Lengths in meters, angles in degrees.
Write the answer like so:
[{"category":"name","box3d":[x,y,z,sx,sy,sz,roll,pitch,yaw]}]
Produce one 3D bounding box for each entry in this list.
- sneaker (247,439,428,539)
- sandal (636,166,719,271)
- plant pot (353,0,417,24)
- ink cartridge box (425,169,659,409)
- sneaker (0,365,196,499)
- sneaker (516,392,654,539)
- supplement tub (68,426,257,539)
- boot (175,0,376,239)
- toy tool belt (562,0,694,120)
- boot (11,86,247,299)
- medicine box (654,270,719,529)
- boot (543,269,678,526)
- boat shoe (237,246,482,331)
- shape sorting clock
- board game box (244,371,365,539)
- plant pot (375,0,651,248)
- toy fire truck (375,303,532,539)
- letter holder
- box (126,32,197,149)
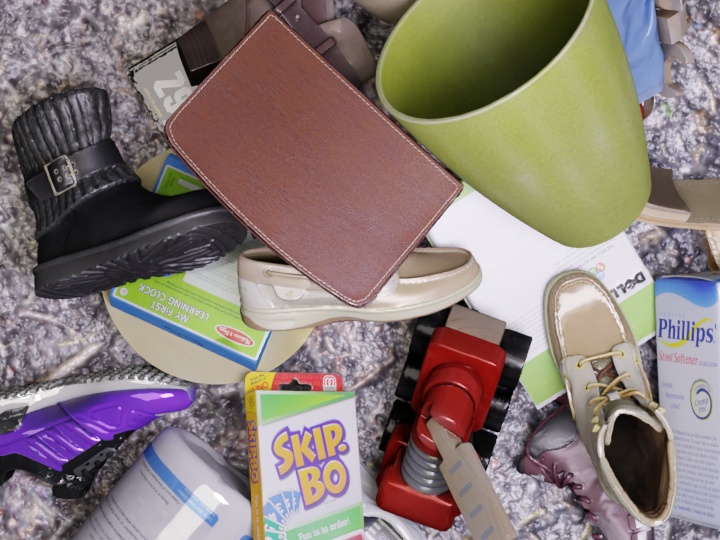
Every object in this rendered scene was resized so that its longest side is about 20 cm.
[{"category":"sneaker","box3d":[-0.013,0.195,1.673,0.200,0.071,0.073,39,92,-3]},{"category":"sandal","box3d":[0.300,-0.033,1.675,0.210,0.078,0.070,10,131,-18]},{"category":"plant pot","box3d":[0.043,-0.278,1.599,0.198,0.200,0.136,-20,105,0]},{"category":"ink cartridge box","box3d":[0.151,-0.009,1.666,0.147,0.076,0.201,-32,102,0]},{"category":"sneaker","box3d":[-0.230,0.140,1.672,0.198,0.070,0.101,-9,94,8]},{"category":"sneaker","box3d":[0.190,0.194,1.683,0.114,0.076,0.202,-1,83,4]},{"category":"supplement tub","box3d":[-0.174,0.243,1.644,0.132,0.132,0.200,41,91,-3]},{"category":"boot","box3d":[-0.056,-0.141,1.597,0.145,0.070,0.202,-19,82,-11]},{"category":"toy tool belt","box3d":[0.209,-0.186,1.599,0.124,0.123,0.201,-31,117,-19]},{"category":"boot","box3d":[-0.191,-0.075,1.590,0.209,0.079,0.160,-14,74,25]},{"category":"medicine box","box3d":[0.347,0.100,1.631,0.180,0.103,0.202,-3,92,-23]},{"category":"boot","box3d":[0.200,0.098,1.567,0.071,0.155,0.202,-17,91,2]},{"category":"boat shoe","box3d":[0.000,0.000,1.577,0.198,0.072,0.066,-7,113,-6]},{"category":"shape sorting clock","box3d":[-0.120,-0.007,1.634,0.198,0.039,0.202,0,89,7]},{"category":"board game box","box3d":[-0.044,0.181,1.609,0.095,0.030,0.202,3,74,-31]},{"category":"plant pot","box3d":[0.140,-0.116,1.525,0.187,0.187,0.200,-38,126,1]},{"category":"toy fire truck","box3d":[0.073,0.154,1.584,0.127,0.201,0.177,20,129,4]},{"category":"letter holder","box3d":[-0.049,-0.067,1.495,0.200,0.101,0.142,42,67,-3]},{"category":"box","box3d":[-0.081,-0.122,1.669,0.159,0.049,0.201,-30,93,3]}]
